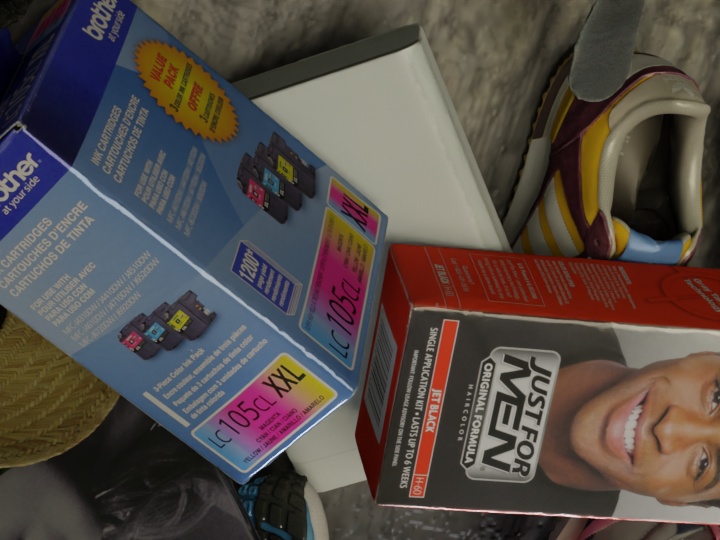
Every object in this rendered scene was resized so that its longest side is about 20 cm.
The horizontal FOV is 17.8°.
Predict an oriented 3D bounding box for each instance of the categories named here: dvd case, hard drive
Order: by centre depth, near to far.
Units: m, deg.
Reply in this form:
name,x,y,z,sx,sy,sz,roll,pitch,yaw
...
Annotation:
name,x,y,z,sx,sy,sz,roll,pitch,yaw
dvd case,-0.131,0.145,0.911,0.200,0.149,0.016,-35,141,4
hard drive,0.000,0.000,1.025,0.132,0.026,0.200,-17,118,13

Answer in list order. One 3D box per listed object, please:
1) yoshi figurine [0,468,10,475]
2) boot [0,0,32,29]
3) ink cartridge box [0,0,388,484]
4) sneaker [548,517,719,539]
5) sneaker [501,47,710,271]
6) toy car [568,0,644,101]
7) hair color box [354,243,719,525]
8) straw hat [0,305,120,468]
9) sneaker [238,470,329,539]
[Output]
name,x,y,z,sx,sy,sz,roll,pitch,yaw
yoshi figurine,-0.144,0.154,1.003,0.112,0.112,0.200,-3,102,-10
boot,-0.183,-0.199,0.830,0.158,0.079,0.211,14,120,21
ink cartridge box,-0.090,-0.028,0.917,0.200,0.137,0.076,37,119,-17
sneaker,0.148,0.109,1.084,0.070,0.082,0.200,47,62,-48
sneaker,0.107,-0.001,1.055,0.075,0.090,0.200,3,109,-22
toy car,0.116,-0.177,0.965,0.164,0.158,0.200,-30,128,-20
hair color box,0.105,0.052,1.005,0.200,0.061,0.102,4,117,-12
straw hat,-0.195,0.007,0.941,0.201,0.201,0.085,28,139,-28
sneaker,-0.028,0.186,1.098,0.087,0.075,0.200,-15,114,-44
